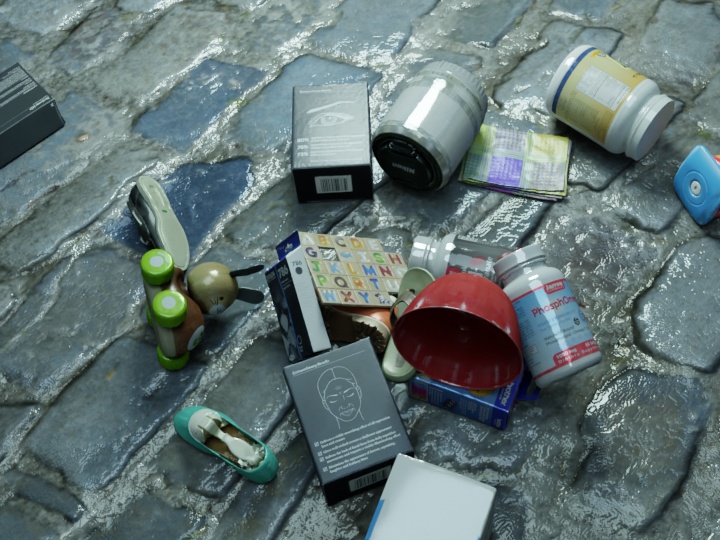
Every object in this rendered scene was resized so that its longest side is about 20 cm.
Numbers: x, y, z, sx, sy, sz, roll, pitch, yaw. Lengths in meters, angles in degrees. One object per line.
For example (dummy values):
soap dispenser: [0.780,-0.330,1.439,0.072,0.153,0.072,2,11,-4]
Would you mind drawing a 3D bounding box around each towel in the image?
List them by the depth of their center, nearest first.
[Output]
towel: [0.290,-0.205,1.712,0.197,0.023,0.145,12,61,11]

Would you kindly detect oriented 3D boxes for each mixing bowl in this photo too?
mixing bowl: [0.154,0.076,1.370,0.197,0.201,0.109,13,54,11]

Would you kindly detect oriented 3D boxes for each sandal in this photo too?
sandal: [0.078,0.079,1.458,0.079,0.057,0.203,-4,55,28]

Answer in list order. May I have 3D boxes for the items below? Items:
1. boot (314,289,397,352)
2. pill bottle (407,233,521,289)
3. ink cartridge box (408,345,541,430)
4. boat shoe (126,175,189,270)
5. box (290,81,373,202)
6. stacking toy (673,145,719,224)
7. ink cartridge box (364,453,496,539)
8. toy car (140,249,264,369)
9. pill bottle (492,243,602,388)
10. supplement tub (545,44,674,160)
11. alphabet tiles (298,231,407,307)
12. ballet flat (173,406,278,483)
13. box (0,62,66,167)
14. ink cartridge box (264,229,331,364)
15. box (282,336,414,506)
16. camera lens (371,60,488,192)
boot: [-0.021,0.065,1.554,0.198,0.076,0.107,20,42,22]
pill bottle: [0.182,0.001,1.544,0.197,0.111,0.112,12,60,11]
ink cartridge box: [0.190,0.160,1.471,0.198,0.077,0.138,19,62,13]
boat shoe: [-0.366,-0.073,1.665,0.067,0.072,0.201,-39,65,23]
box: [-0.051,-0.238,1.708,0.146,0.105,0.202,-2,58,3]
stacking toy: [0.666,-0.163,1.628,0.197,0.117,0.111,-13,58,-20]
ink cartridge box: [0.097,0.374,1.274,0.143,0.201,0.148,16,61,16]
toy car: [-0.251,0.049,1.528,0.197,0.165,0.159,-14,58,-17]
pill bottle: [0.279,0.068,1.411,0.108,0.109,0.202,-21,78,-9]
supplement tub: [0.455,-0.305,1.689,0.199,0.145,0.144,38,68,23]
alphabet tiles: [0.000,0.000,1.550,0.198,0.008,0.168,4,42,-30]
ballet flat: [-0.213,0.259,1.441,0.198,0.071,0.068,28,65,19]
box: [-0.702,-0.293,1.802,0.199,0.079,0.141,-39,61,-18]
ink cartridge box: [-0.109,0.044,1.506,0.039,0.099,0.203,-10,78,-30]
box: [-0.018,0.231,1.422,0.147,0.108,0.202,-18,60,-7]
camera lens: [0.125,-0.256,1.674,0.158,0.161,0.201,25,63,18]
